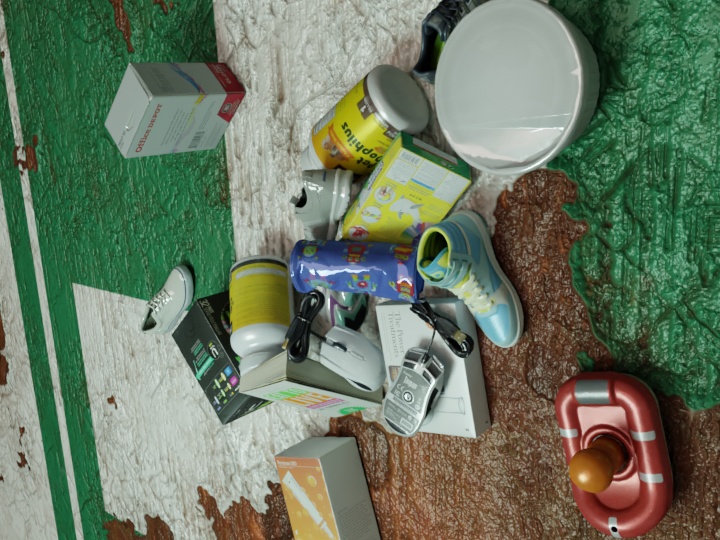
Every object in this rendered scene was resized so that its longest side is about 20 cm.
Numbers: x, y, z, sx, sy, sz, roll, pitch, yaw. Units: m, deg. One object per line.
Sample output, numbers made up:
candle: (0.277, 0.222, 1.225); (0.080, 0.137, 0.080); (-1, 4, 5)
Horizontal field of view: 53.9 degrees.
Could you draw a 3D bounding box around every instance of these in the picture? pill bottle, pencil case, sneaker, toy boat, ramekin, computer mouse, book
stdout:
pill bottle: (-0.167, 0.083, 1.207); (0.112, 0.111, 0.202); (-36, 49, 41)
pencil case: (0.000, 0.000, 1.010); (0.198, 0.079, 0.087); (4, 142, 16)
sneaker: (0.124, -0.327, 0.903); (0.074, 0.081, 0.202); (32, 121, 31)
toy boat: (0.298, 0.231, 0.866); (0.130, 0.130, 0.202); (-11, 94, 43)
ramekin: (0.195, -0.221, 0.861); (0.201, 0.094, 0.205); (12, 109, 39)
pill bottle: (-0.002, -0.199, 1.032); (0.200, 0.109, 0.110); (-34, 79, 42)
sneaker: (-0.412, 0.072, 1.499); (0.073, 0.070, 0.201); (47, 128, 22)
sneaker: (-0.067, -0.093, 1.060); (0.201, 0.081, 0.075); (115, 167, -56)
computer mouse: (0.089, 0.149, 1.027); (0.109, 0.044, 0.202); (32, 115, 25)
sneaker: (-0.046, -0.006, 1.146); (0.139, 0.077, 0.202); (34, 121, 30)
book: (-0.080, 0.194, 1.160); (0.133, 0.199, 0.049); (-26, 52, 43)
computer mouse: (-0.023, 0.122, 1.091); (0.044, 0.199, 0.111); (-5, 57, 56)
sneaker: (0.139, 0.022, 0.952); (0.079, 0.130, 0.202); (-30, 81, 40)

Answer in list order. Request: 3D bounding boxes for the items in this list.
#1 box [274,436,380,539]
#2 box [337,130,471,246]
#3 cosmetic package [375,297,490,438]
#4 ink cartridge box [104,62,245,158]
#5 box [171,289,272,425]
box: (-0.058, 0.408, 1.256); (0.124, 0.097, 0.202); (-12, 93, 43)
box: (0.056, -0.090, 1.010); (0.201, 0.116, 0.049); (-54, 23, 35)
cosmetic package: (0.108, 0.143, 1.069); (0.150, 0.051, 0.202); (-5, 98, 40)
ink cartridge box: (-0.323, -0.283, 1.235); (0.083, 0.199, 0.146); (54, 130, 16)
box: (-0.221, 0.150, 1.296); (0.201, 0.148, 0.124); (55, 130, 15)
